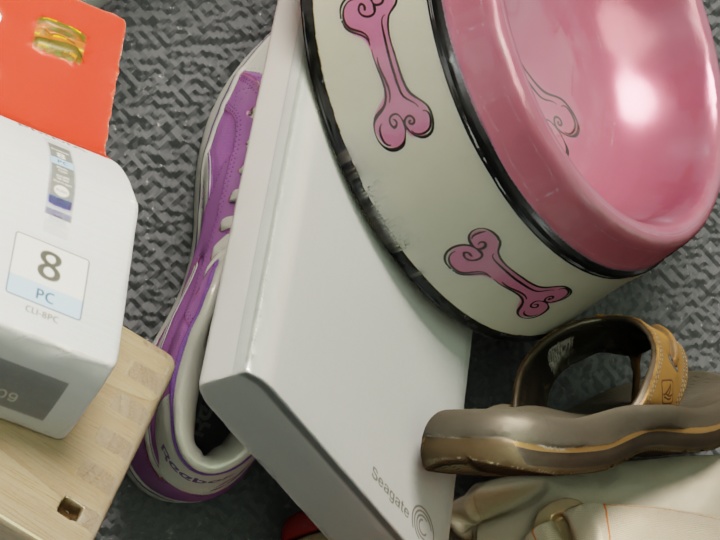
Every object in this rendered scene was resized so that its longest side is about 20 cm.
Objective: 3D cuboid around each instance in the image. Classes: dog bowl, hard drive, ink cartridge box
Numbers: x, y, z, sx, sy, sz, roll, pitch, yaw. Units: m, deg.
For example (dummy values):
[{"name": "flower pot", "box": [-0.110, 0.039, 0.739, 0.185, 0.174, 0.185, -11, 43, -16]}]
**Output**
[{"name": "dog bowl", "box": [0.066, -0.079, 0.913, 0.200, 0.073, 0.202, 30, 51, -45]}, {"name": "hard drive", "box": [0.000, 0.000, 0.876, 0.132, 0.027, 0.201, 51, 35, -38]}, {"name": "ink cartridge box", "box": [-0.149, -0.057, 0.800, 0.159, 0.047, 0.201, 21, 45, -19]}]

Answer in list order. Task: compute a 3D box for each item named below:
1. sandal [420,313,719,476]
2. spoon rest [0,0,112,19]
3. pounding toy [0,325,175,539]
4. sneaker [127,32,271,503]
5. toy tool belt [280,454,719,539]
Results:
[{"name": "sandal", "box": [0.084, 0.044, 0.902, 0.199, 0.081, 0.055, -2, 87, -56]}, {"name": "spoon rest", "box": [-0.168, -0.079, 0.926, 0.199, 0.061, 0.100, -29, 87, -4]}, {"name": "pounding toy", "box": [-0.177, 0.100, 0.827, 0.183, 0.200, 0.143, 32, 40, -7]}, {"name": "sneaker", "box": [-0.029, -0.010, 0.913, 0.072, 0.114, 0.202, 18, 76, -9]}, {"name": "toy tool belt", "box": [0.075, 0.141, 0.911, 0.198, 0.125, 0.124, -5, 74, -14]}]
